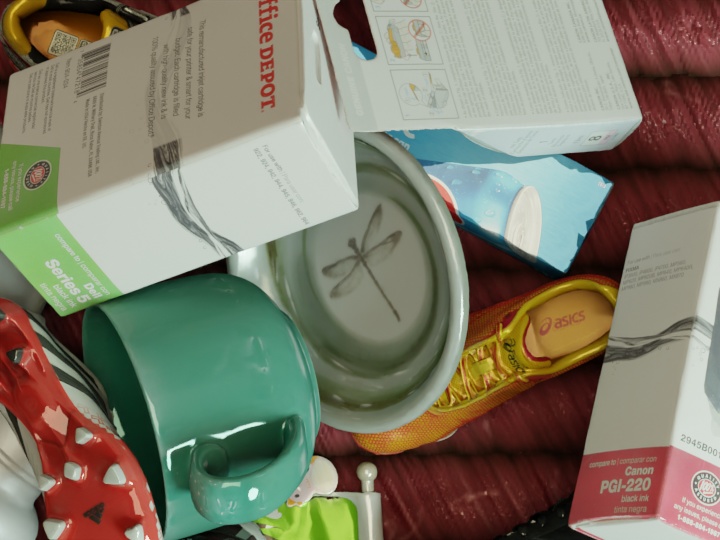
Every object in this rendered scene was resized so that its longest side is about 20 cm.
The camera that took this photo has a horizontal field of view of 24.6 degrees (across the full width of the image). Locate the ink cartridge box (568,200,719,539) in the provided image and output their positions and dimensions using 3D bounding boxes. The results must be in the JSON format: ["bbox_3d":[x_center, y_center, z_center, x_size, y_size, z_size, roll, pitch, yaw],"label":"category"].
[{"bbox_3d":[0.222,0.080,0.991,0.145,0.085,0.201,25,66,-25],"label":"ink cartridge box"}]

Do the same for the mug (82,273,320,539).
[{"bbox_3d":[-0.086,0.091,1.004,0.114,0.152,0.185,-15,59,-23],"label":"mug"}]

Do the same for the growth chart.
[{"bbox_3d":[-0.076,0.202,1.073,0.199,0.018,0.145,-12,85,0],"label":"growth chart"}]

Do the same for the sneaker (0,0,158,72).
[{"bbox_3d":[-0.141,-0.130,1.066,0.199,0.082,0.078,12,85,1],"label":"sneaker"}]

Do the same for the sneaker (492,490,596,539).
[{"bbox_3d":[0.134,0.152,1.049,0.199,0.073,0.112,-1,82,-7],"label":"sneaker"}]

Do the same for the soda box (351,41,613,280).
[{"bbox_3d":[0.059,-0.071,1.066,0.200,0.064,0.068,29,87,4],"label":"soda box"}]

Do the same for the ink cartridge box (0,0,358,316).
[{"bbox_3d":[-0.107,-0.078,0.974,0.199,0.084,0.146,-18,45,15],"label":"ink cartridge box"}]

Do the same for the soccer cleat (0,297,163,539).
[{"bbox_3d":[-0.170,0.100,0.981,0.069,0.085,0.200,-40,75,12],"label":"soccer cleat"}]

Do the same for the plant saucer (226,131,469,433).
[{"bbox_3d":[0.000,0.000,1.035,0.200,0.050,0.201,13,110,41],"label":"plant saucer"}]

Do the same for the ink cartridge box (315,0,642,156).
[{"bbox_3d":[0.061,-0.149,1.022,0.199,0.057,0.163,-7,67,-20],"label":"ink cartridge box"}]

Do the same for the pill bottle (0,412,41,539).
[{"bbox_3d":[-0.275,0.171,1.036,0.104,0.104,0.200,43,88,4],"label":"pill bottle"}]

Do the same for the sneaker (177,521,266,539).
[{"bbox_3d":[-0.152,0.208,1.006,0.200,0.116,0.076,-29,85,-2],"label":"sneaker"}]

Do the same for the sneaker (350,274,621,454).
[{"bbox_3d":[0.078,0.054,1.048,0.200,0.077,0.073,-30,86,6],"label":"sneaker"}]

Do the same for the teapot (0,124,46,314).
[{"bbox_3d":[-0.297,-0.017,1.033,0.146,0.198,0.200,17,58,38],"label":"teapot"}]
